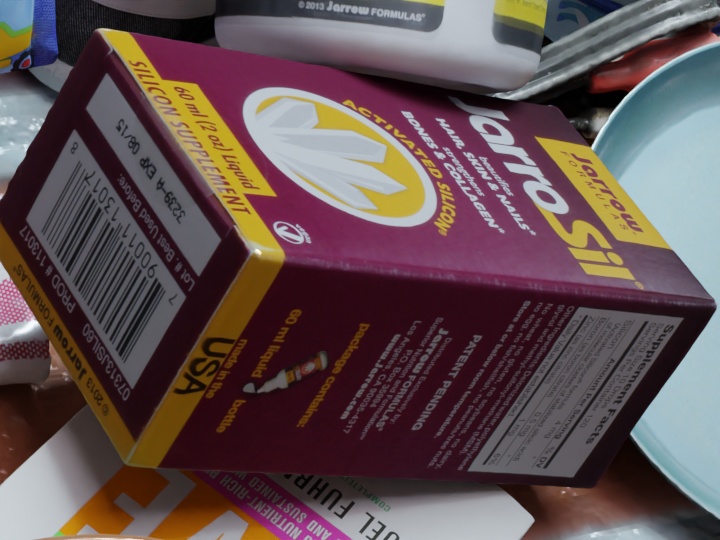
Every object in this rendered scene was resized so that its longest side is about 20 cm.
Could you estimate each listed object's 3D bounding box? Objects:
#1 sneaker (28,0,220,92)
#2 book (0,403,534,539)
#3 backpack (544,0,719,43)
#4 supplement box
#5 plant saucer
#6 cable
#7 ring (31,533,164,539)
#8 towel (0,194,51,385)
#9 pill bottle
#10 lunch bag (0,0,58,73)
[{"bbox_3d":[-0.038,-0.142,1.004,0.073,0.112,0.200,40,44,13],"label":"sneaker"},{"bbox_3d":[-0.046,0.100,0.822,0.134,0.048,0.200,35,40,7],"label":"book"},{"bbox_3d":[0.126,-0.165,1.102,0.163,0.154,0.200,42,59,8],"label":"backpack"},{"bbox_3d":[0.000,0.000,0.852,0.200,0.086,0.110,6,37,-42],"label":"supplement box"},{"bbox_3d":[0.163,0.011,0.974,0.200,0.027,0.200,7,68,-18],"label":"plant saucer"},{"bbox_3d":[0.065,-0.056,0.987,0.200,0.097,0.050,-18,70,-33],"label":"cable"},{"bbox_3d":[-0.068,0.169,0.712,0.200,0.019,0.201,4,70,-11],"label":"ring"},{"bbox_3d":[-0.192,-0.042,0.894,0.146,0.030,0.200,-1,49,-26],"label":"towel"},{"bbox_3d":[0.016,-0.164,0.907,0.112,0.112,0.200,7,91,-20],"label":"pill bottle"},{"bbox_3d":[-0.210,-0.146,0.919,0.150,0.094,0.200,-14,44,-30],"label":"lunch bag"}]
